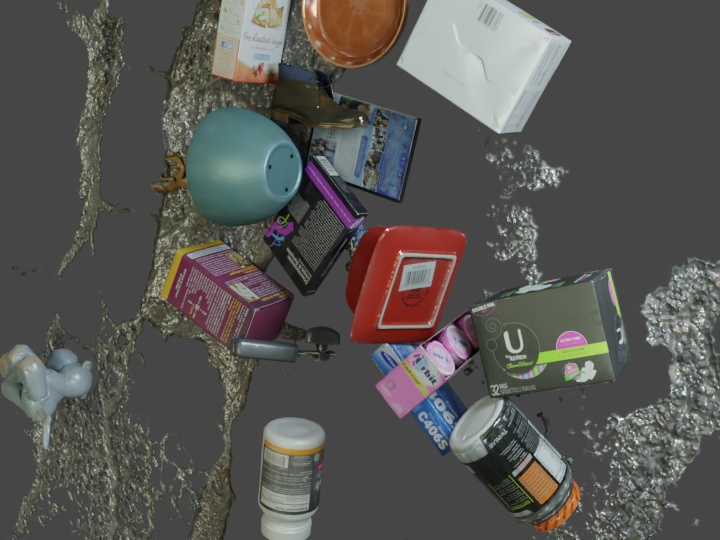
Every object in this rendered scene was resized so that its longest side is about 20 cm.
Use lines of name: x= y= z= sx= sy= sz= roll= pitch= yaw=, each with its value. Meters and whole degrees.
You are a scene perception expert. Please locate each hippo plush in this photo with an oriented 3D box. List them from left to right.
hippo plush: x=-0.632 y=0.219 z=1.859 sx=0.199 sy=0.159 sz=0.162 roll=39 pitch=130 yaw=26

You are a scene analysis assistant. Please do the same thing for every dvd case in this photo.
dvd case: x=0.000 y=-0.212 z=1.524 sx=0.197 sy=0.017 sz=0.146 roll=21 pitch=108 yaw=24

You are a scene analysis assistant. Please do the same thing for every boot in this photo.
boot: x=-0.069 y=-0.289 z=1.496 sx=0.196 sy=0.074 sz=0.099 roll=12 pitch=107 yaw=29

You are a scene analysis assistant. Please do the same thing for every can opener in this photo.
can opener: x=-0.128 y=0.125 z=1.567 sx=0.053 sy=0.196 sz=0.069 roll=-3 pitch=80 yaw=63

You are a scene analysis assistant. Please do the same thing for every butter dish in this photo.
butter dish: x=0.048 y=0.002 z=1.459 sx=0.147 sy=0.197 sz=0.203 roll=37 pitch=116 yaw=44

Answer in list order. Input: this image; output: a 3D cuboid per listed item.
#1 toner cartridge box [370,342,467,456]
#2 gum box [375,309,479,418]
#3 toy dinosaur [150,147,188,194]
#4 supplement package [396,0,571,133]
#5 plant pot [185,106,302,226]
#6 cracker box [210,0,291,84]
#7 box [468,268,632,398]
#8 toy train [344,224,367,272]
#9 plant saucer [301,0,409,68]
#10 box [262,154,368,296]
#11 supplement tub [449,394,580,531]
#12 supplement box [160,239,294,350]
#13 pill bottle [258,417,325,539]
toner cartridge box: x=0.107 y=0.200 z=1.488 sx=0.043 sy=0.095 sz=0.201 roll=-42 pitch=78 yaw=26
gum box: x=0.122 y=0.142 z=1.414 sx=0.066 sy=0.199 sz=0.114 roll=50 pitch=123 yaw=9
toy dinosaur: x=-0.313 y=-0.174 z=1.693 sx=0.197 sy=0.060 sz=0.108 roll=9 pitch=126 yaw=33
supplement package: x=0.184 y=-0.327 z=1.350 sx=0.199 sy=0.110 sz=0.158 roll=37 pitch=114 yaw=18
plant pot: x=-0.176 y=-0.171 z=1.511 sx=0.133 sy=0.198 sz=0.205 roll=8 pitch=102 yaw=38
cracker box: x=-0.180 y=-0.424 z=1.523 sx=0.057 sy=0.133 sz=0.205 roll=18 pitch=107 yaw=24
box: x=0.288 y=0.095 z=1.355 sx=0.197 sy=0.124 sz=0.152 roll=-14 pitch=92 yaw=31
toy train: x=0.000 y=0.000 z=1.549 sx=0.045 sy=0.034 sz=0.205 roll=-8 pitch=94 yaw=27
plant saucer: x=-0.008 y=-0.438 z=1.484 sx=0.196 sy=0.032 sz=0.205 roll=5 pitch=101 yaw=27
box: x=-0.082 y=-0.076 z=1.557 sx=0.144 sy=0.036 sz=0.201 roll=53 pitch=124 yaw=24
supplement tub: x=0.241 y=0.299 z=1.391 sx=0.122 sy=0.123 sz=0.200 roll=-38 pitch=101 yaw=28
supplement box: x=-0.242 y=0.045 z=1.637 sx=0.198 sy=0.130 sz=0.105 roll=35 pitch=114 yaw=20
pill bottle: x=-0.128 y=0.381 z=1.636 sx=0.114 sy=0.116 sz=0.205 roll=12 pitch=105 yaw=26
